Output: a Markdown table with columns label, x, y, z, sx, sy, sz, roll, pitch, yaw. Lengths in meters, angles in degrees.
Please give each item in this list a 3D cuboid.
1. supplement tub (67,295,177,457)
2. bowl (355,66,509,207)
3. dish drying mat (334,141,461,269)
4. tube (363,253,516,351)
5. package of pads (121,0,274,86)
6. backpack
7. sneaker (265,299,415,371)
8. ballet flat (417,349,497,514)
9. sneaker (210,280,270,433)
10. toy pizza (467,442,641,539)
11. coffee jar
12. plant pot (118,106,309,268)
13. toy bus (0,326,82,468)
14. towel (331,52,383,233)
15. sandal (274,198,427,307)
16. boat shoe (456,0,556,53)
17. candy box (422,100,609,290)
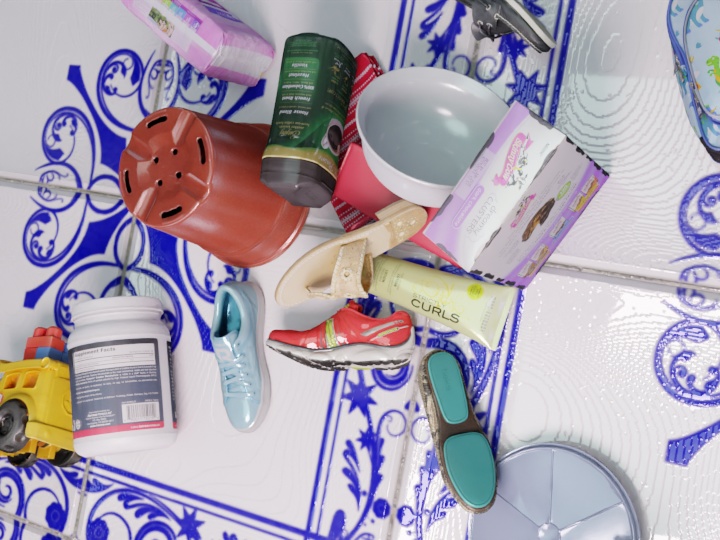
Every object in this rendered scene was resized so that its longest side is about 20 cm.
| label | x | y | z | sx | sy | sz | roll | pitch | yaw |
| --- | --- | --- | --- | --- | --- | --- | --- | --- | --- |
| supplement tub | -0.325 | 0.146 | 1.326 | 0.139 | 0.140 | 0.203 | -12 | 78 | 25 |
| bowl | 0.085 | -0.142 | 1.153 | 0.201 | 0.200 | 0.091 | 45 | 146 | 24 |
| dish drying mat | 0.058 | -0.083 | 1.209 | 0.199 | 0.018 | 0.078 | 30 | 106 | 18 |
| tube | 0.087 | 0.027 | 1.180 | 0.198 | 0.052 | 0.059 | 21 | 131 | 25 |
| package of pads | -0.224 | -0.337 | 1.345 | 0.200 | 0.120 | 0.076 | 42 | 108 | 25 |
| backpack | 0.407 | -0.233 | 0.991 | 0.181 | 0.147 | 0.203 | -21 | 72 | 21 |
| sneaker | -0.023 | 0.080 | 1.226 | 0.197 | 0.077 | 0.086 | 0 | 72 | 20 |
| ballet flat | 0.109 | 0.193 | 1.134 | 0.067 | 0.076 | 0.202 | -7 | 61 | -16 |
| sneaker | -0.170 | 0.113 | 1.282 | 0.073 | 0.082 | 0.203 | -10 | 79 | 26 |
| toy pizza | 0.215 | 0.295 | 1.089 | 0.198 | 0.032 | 0.203 | -3 | 83 | 28 |
| coffee jar | -0.065 | -0.184 | 1.215 | 0.084 | 0.104 | 0.203 | 6 | 79 | 21 |
| plant pot | -0.194 | -0.114 | 1.260 | 0.198 | 0.195 | 0.204 | -3 | 82 | 26 |
| toy bus | -0.487 | 0.182 | 1.421 | 0.198 | 0.135 | 0.195 | -9 | 67 | 29 |
| towel | -0.002 | -0.166 | 1.265 | 0.144 | 0.022 | 0.202 | -33 | 70 | 21 |
| sandal | -0.002 | -0.003 | 1.153 | 0.210 | 0.078 | 0.070 | -34 | 55 | -3 |
| boat shoe | 0.153 | -0.311 | 1.173 | 0.066 | 0.074 | 0.200 | -48 | 65 | 16 |
| candy box | 0.175 | -0.074 | 1.061 | 0.071 | 0.199 | 0.169 | 41 | 101 | 25 |
